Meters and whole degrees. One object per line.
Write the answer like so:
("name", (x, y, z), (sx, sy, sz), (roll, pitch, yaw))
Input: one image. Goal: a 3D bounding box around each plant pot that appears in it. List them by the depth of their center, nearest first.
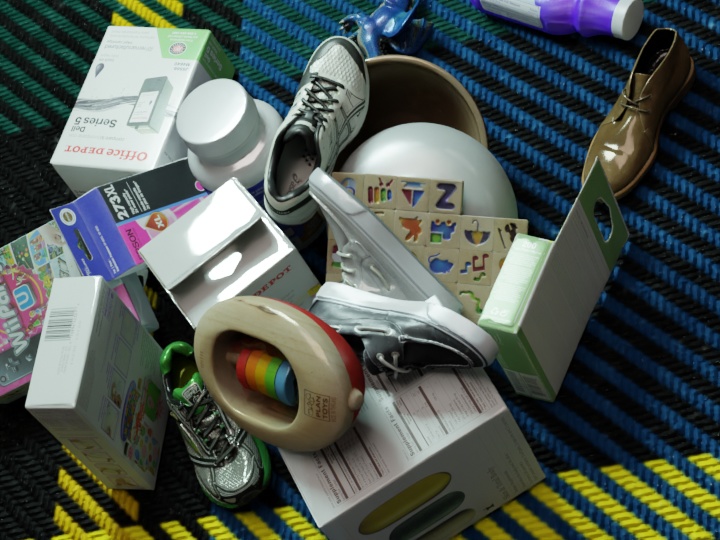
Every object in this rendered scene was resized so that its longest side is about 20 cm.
("plant pot", (0.041, -0.124, 1.732), (0.199, 0.093, 0.203), (1, 95, 10))

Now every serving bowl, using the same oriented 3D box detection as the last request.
("serving bowl", (0.057, -0.049, 1.656), (0.198, 0.066, 0.202), (1, 94, 11))

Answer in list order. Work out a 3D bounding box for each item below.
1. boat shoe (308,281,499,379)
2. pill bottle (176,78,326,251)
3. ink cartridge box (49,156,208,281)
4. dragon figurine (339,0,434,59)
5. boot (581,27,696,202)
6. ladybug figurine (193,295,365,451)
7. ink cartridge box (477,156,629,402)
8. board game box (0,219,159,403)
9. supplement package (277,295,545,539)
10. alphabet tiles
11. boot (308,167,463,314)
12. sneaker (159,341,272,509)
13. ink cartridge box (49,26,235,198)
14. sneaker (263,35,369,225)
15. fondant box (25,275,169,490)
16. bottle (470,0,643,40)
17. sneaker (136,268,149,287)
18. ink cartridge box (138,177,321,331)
("boat shoe", (0.030, 0.065, 1.468), (0.199, 0.072, 0.068), (15, 63, 33))
("pill bottle", (-0.115, -0.111, 1.740), (0.111, 0.200, 0.113), (-11, 56, 17))
("ink cartridge box", (-0.230, -0.055, 1.761), (0.037, 0.199, 0.095), (-33, 84, 47))
("dragon figurine", (0.045, -0.284, 1.873), (0.099, 0.059, 0.200), (31, 75, 33))
("boot", (0.280, -0.164, 1.698), (0.073, 0.076, 0.201), (21, 70, 28))
("ladybug figurine", (-0.066, 0.088, 1.471), (0.199, 0.137, 0.072), (21, 30, 39))
("ink cartridge box", (0.189, 0.007, 1.584), (0.048, 0.146, 0.201), (13, 65, 30))
("board game box", (-0.340, 0.038, 1.779), (0.199, 0.064, 0.148), (-27, 82, 11))
("supplement package", (0.040, 0.162, 1.542), (0.199, 0.152, 0.151), (-32, 52, 0))
("alphabet tiles", (0.064, -0.007, 1.621), (0.198, 0.008, 0.169), (4, 96, 10))
("boot", (0.000, 0.000, 1.591), (0.096, 0.074, 0.200), (-45, 87, 4))
("sneaker", (-0.158, 0.157, 1.666), (0.078, 0.085, 0.200), (-34, 55, -2))
("ink cartridge box", (-0.251, -0.179, 1.909), (0.144, 0.084, 0.201), (6, 62, 24))
("sneaker", (-0.042, -0.144, 1.642), (0.075, 0.088, 0.201), (16, 83, 7))
("fondant box", (-0.257, 0.117, 1.658), (0.058, 0.200, 0.145), (-3, 59, 18))
("bottle", (0.216, -0.303, 1.813), (0.199, 0.065, 0.084), (24, 72, 32))
("sneaker", (-0.326, 0.001, 1.836), (0.199, 0.074, 0.081), (-16, 57, 12))
("ink cartridge box", (-0.120, 0.015, 1.666), (0.128, 0.200, 0.125), (-38, 54, -5))
